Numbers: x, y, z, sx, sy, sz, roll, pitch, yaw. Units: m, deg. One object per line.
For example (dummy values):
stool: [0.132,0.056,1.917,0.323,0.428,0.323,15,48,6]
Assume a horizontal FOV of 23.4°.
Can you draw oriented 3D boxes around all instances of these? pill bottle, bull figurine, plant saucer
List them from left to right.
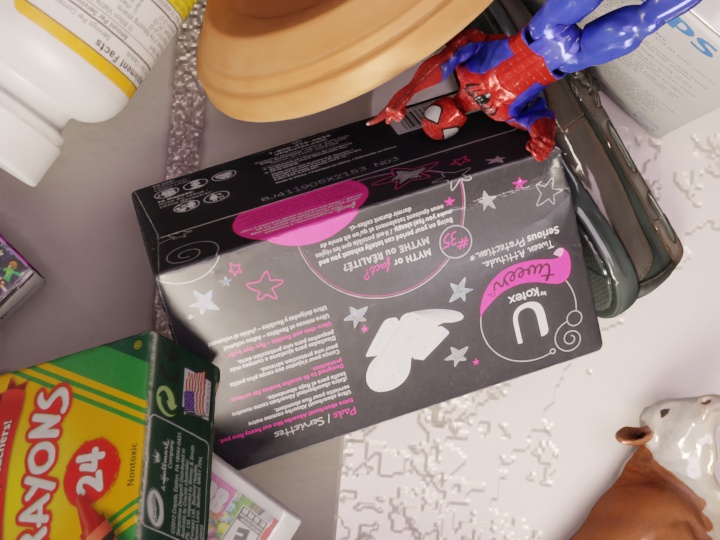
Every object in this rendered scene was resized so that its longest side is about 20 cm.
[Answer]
pill bottle: [-0.145,-0.148,0.891,0.113,0.113,0.200,33,85,-2]
plant saucer: [-0.002,-0.154,0.865,0.200,0.200,0.037,-41,121,-5]
bull figurine: [0.146,0.161,0.908,0.200,0.121,0.065,-51,133,2]

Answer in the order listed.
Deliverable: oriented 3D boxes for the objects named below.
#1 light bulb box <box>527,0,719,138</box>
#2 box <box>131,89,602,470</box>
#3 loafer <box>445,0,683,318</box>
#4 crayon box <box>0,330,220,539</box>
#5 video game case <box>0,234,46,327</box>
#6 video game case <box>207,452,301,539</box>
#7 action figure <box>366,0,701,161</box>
light bulb box: [0.191,-0.189,0.876,0.125,0.200,0.198,40,84,-2]
box: [0.000,0.000,0.874,0.199,0.132,0.115,-17,113,-6]
loafer: [0.109,-0.075,0.938,0.063,0.072,0.201,-28,96,-25]
crayon box: [-0.160,0.114,0.800,0.199,0.051,0.127,-18,57,30]
video game case: [-0.294,0.001,0.892,0.200,0.036,0.181,42,85,10]
video game case: [-0.132,0.164,0.808,0.143,0.018,0.200,30,84,37]
action figure: [0.083,-0.093,0.763,0.065,0.200,0.099,47,48,-11]
